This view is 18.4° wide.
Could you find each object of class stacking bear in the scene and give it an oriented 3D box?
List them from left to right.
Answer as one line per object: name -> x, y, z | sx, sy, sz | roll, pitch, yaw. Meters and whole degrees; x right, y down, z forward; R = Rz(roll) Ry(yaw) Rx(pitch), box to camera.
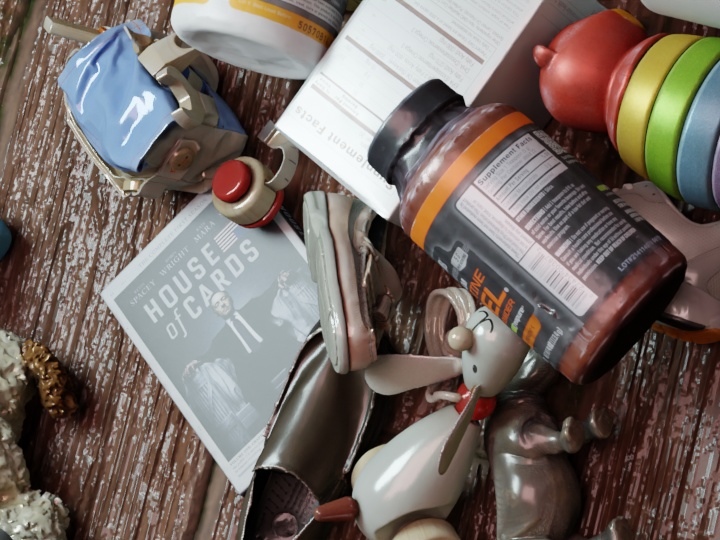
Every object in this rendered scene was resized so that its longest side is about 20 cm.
stacking bear -> 0.204, -0.106, 1.415 | 0.199, 0.121, 0.114 | 24, 94, 31

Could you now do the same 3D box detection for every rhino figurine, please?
rhino figurine -> 0.117, 0.116, 1.450 | 0.087, 0.060, 0.201 | -23, 66, 38

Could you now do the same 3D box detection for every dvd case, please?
dvd case -> -0.083, 0.039, 1.592 | 0.150, 0.025, 0.200 | -44, 64, 11

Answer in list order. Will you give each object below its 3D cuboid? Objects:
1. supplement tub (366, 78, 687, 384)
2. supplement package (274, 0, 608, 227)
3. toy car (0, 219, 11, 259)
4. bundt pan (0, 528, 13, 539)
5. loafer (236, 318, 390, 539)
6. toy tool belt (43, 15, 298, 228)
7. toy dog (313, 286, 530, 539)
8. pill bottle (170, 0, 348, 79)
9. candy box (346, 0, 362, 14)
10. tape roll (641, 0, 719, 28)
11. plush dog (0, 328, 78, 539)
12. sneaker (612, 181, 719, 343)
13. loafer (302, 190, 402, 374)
supplement tub -> 0.098, -0.030, 1.377 | 0.200, 0.107, 0.107 | 42, 99, 15
supplement package -> 0.060, -0.133, 1.506 | 0.117, 0.117, 0.201 | 39, 98, 26
toy car -> -0.407, -0.021, 1.701 | 0.184, 0.177, 0.200 | 47, 114, 16
bundt pan -> -0.292, 0.240, 1.571 | 0.201, 0.202, 0.076 | -10, 41, 25
loafer -> -0.033, 0.126, 1.503 | 0.073, 0.071, 0.201 | 18, 96, 11
toy tool belt -> -0.147, -0.110, 1.585 | 0.125, 0.123, 0.200 | -51, 50, 6
toy dog -> 0.032, 0.108, 1.440 | 0.132, 0.096, 0.201 | 27, 109, 56
pill bottle -> -0.050, -0.242, 1.525 | 0.116, 0.116, 0.201 | 13, 82, 29
candy box -> -0.030, -0.290, 1.624 | 0.116, 0.056, 0.201 | 6, 83, 27
tape roll -> 0.268, -0.243, 1.376 | 0.138, 0.202, 0.204 | 17, 86, 29
plush dog -> -0.304, 0.114, 1.634 | 0.199, 0.161, 0.172 | 3, 53, 26
sneaker -> 0.163, -0.025, 1.462 | 0.199, 0.076, 0.092 | 22, 81, 22
loafer -> 0.000, 0.000, 1.484 | 0.062, 0.200, 0.072 | -5, 119, -6
